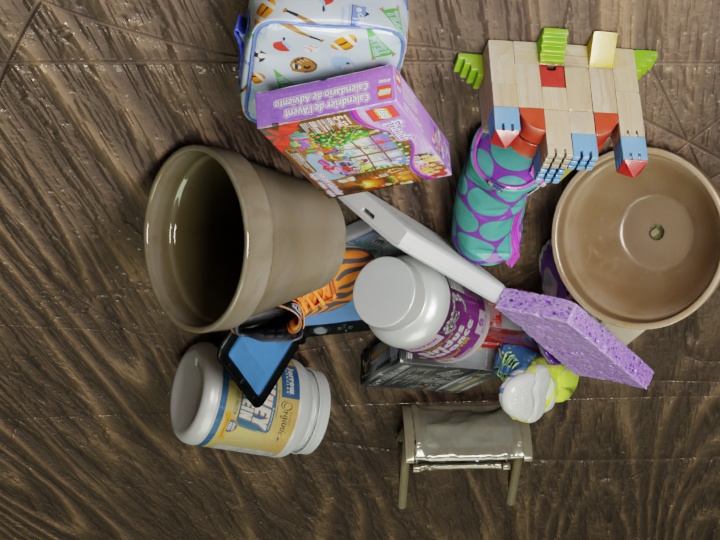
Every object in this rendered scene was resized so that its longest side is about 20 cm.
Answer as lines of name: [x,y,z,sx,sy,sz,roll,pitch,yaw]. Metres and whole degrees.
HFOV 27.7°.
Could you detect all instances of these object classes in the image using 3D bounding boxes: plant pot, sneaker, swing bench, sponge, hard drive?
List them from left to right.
plant pot: [-0.115,-0.036,1.601,0.172,0.202,0.199,-2,160,-39]
sneaker: [-0.063,0.038,1.712,0.198,0.078,0.112,-23,-160,-8]
hard drive: [0.070,-0.033,1.680,0.199,0.132,0.027,28,100,-46]
swing bench: [0.159,0.282,2.321,0.196,0.131,0.201,0,149,-3]
sneaker: [0.203,0.143,1.891,0.104,0.077,0.199,20,-170,29]
sneaker: [0.260,0.041,1.822,0.079,0.089,0.202,1,131,-9]
sponge: [0.255,0.082,1.724,0.111,0.030,0.200,11,161,44]
plant pot: [0.321,-0.040,1.634,0.199,0.203,0.092,-15,180,26]

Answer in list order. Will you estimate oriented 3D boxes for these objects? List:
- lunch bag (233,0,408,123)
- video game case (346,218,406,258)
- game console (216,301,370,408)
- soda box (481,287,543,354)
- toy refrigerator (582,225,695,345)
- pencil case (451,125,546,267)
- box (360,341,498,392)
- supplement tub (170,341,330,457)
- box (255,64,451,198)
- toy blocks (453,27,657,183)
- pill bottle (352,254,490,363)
lunch bag: [-0.041,-0.206,1.361,0.158,0.076,0.200,4,154,-7]
video game case: [0.000,0.000,1.844,0.199,0.022,0.181,-23,147,36]
game console: [-0.075,0.084,1.855,0.173,0.118,0.200,-6,155,9]
soda box: [0.243,0.071,1.960,0.197,0.064,0.070,8,153,-18]
toy refrigerator: [0.352,-0.006,1.722,0.070,0.076,0.200,23,124,-42]
pencil case: [0.152,-0.081,1.613,0.092,0.085,0.201,35,158,12]
box: [0.100,0.129,2.041,0.156,0.049,0.200,5,166,-14]
supplement tub: [-0.157,0.187,2.076,0.198,0.146,0.144,12,151,-28]
box: [-0.002,-0.129,1.397,0.135,0.040,0.200,-10,161,16]
toy blocks: [0.195,-0.149,1.420,0.197,0.138,0.100,3,154,-9]
pill bottle: [0.071,0.044,1.751,0.111,0.114,0.199,-15,162,25]
